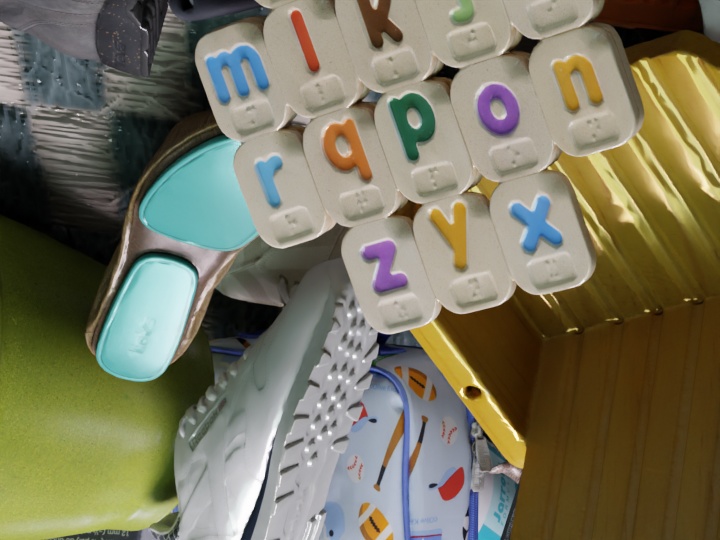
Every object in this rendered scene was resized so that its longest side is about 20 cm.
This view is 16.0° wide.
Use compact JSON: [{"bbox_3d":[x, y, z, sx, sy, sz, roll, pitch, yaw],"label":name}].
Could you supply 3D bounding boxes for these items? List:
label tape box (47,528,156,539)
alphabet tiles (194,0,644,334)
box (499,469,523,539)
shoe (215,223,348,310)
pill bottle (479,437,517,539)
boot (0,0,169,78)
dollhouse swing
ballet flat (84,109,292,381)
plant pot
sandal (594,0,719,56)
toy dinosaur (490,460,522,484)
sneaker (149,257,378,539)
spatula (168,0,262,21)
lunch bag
[{"bbox_3d":[-0.182,0.146,1.466,0.143,0.201,0.066,0,157,13],"label":"label tape box"},{"bbox_3d":[0.021,-0.077,1.056,0.199,0.196,0.015,-16,-173,38],"label":"alphabet tiles"},{"bbox_3d":[0.160,0.107,1.294,0.160,0.201,0.044,14,-172,-28],"label":"box"},{"bbox_3d":[0.000,0.000,1.295,0.199,0.054,0.070,-5,148,33],"label":"shoe"},{"bbox_3d":[0.051,0.150,1.514,0.110,0.111,0.200,-11,148,32],"label":"pill bottle"},{"bbox_3d":[-0.144,-0.149,1.048,0.131,0.070,0.200,13,148,1],"label":"boot"},{"bbox_3d":[0.104,0.038,1.048,0.199,0.176,0.182,-14,124,38],"label":"dollhouse swing"},{"bbox_3d":[-0.081,-0.029,1.236,0.068,0.073,0.200,16,136,-13],"label":"ballet flat"},{"bbox_3d":[-0.187,0.061,1.344,0.192,0.201,0.200,13,154,-36],"label":"plant pot"},{"bbox_3d":[0.132,-0.103,1.069,0.206,0.059,0.079,5,153,4],"label":"sandal"},{"bbox_3d":[0.158,0.156,1.442,0.086,0.136,0.200,-25,168,38],"label":"toy dinosaur"},{"bbox_3d":[-0.051,0.076,1.288,0.080,0.201,0.076,32,-154,24],"label":"sneaker"},{"bbox_3d":[-0.005,-0.129,1.081,0.199,0.057,0.021,-8,-170,38],"label":"spatula"},{"bbox_3d":[-0.017,0.106,1.375,0.199,0.161,0.075,5,-174,43],"label":"lunch bag"}]
